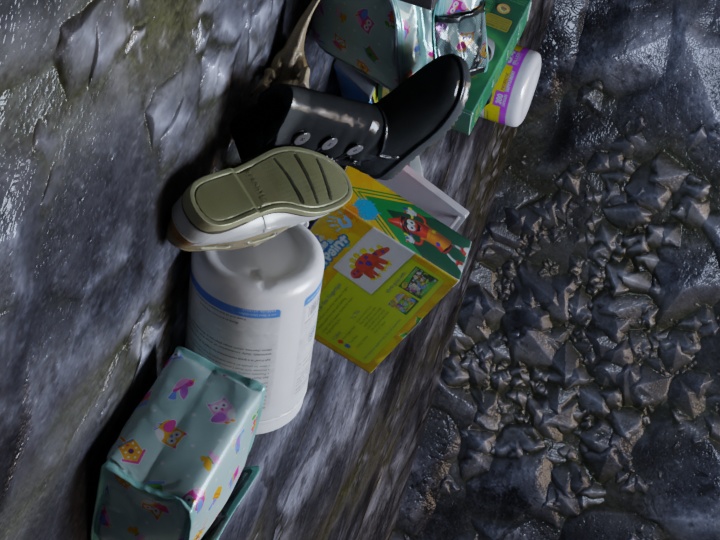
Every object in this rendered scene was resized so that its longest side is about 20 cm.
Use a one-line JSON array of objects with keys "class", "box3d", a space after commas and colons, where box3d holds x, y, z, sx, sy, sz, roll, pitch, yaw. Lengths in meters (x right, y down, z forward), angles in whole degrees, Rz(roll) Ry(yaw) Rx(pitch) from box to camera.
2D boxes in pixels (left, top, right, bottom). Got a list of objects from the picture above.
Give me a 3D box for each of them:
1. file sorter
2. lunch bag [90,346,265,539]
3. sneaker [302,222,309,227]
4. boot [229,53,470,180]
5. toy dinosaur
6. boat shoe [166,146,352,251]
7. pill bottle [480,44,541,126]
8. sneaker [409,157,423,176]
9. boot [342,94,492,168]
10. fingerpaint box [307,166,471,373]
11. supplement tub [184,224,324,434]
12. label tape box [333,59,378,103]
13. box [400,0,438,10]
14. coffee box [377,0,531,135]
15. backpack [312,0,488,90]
[{"class": "file sorter", "box3d": [0.007, -0.019, 1.878, 0.200, 0.139, 0.125, -55, 177, 40]}, {"class": "lunch bag", "box3d": [-0.177, 0.206, 1.510, 0.200, 0.122, 0.171, 104, 12, -47]}, {"class": "sneaker", "box3d": [-0.087, -0.094, 1.614, 0.200, 0.075, 0.081, 71, 31, -86]}, {"class": "boot", "box3d": [-0.008, -0.160, 1.519, 0.200, 0.066, 0.165, 9, 131, -42]}, {"class": "toy dinosaur", "box3d": [-0.073, -0.204, 1.566, 0.101, 0.058, 0.200, -82, -171, -51]}, {"class": "boat shoe", "box3d": [-0.097, -0.064, 1.459, 0.200, 0.075, 0.068, -12, 160, -42]}, {"class": "pill bottle", "box3d": [0.130, -0.266, 2.053, 0.104, 0.199, 0.105, 18, 90, -79]}, {"class": "sneaker", "box3d": [0.023, -0.165, 2.072, 0.075, 0.104, 0.201, 73, 6, -58]}, {"class": "boot", "box3d": [0.060, -0.157, 1.961, 0.200, 0.164, 0.066, -68, 153, -15]}, {"class": "fingerpaint box", "box3d": [0.000, 0.000, 1.750, 0.200, 0.167, 0.073, -50, -168, 43]}, {"class": "supplement tub", "box3d": [-0.109, 0.052, 1.559, 0.132, 0.132, 0.200, -60, 165, -48]}, {"class": "label tape box", "box3d": [0.014, -0.239, 1.879, 0.143, 0.066, 0.200, 74, 40, -71]}, {"class": "box", "box3d": [0.010, -0.345, 1.417, 0.200, 0.158, 0.048, 94, 20, -52]}, {"class": "coffee box", "box3d": [0.111, -0.260, 1.837, 0.044, 0.123, 0.200, 96, 17, -56]}, {"class": "backpack", "box3d": [0.042, -0.296, 1.613, 0.153, 0.176, 0.200, -21, 133, -36]}]
